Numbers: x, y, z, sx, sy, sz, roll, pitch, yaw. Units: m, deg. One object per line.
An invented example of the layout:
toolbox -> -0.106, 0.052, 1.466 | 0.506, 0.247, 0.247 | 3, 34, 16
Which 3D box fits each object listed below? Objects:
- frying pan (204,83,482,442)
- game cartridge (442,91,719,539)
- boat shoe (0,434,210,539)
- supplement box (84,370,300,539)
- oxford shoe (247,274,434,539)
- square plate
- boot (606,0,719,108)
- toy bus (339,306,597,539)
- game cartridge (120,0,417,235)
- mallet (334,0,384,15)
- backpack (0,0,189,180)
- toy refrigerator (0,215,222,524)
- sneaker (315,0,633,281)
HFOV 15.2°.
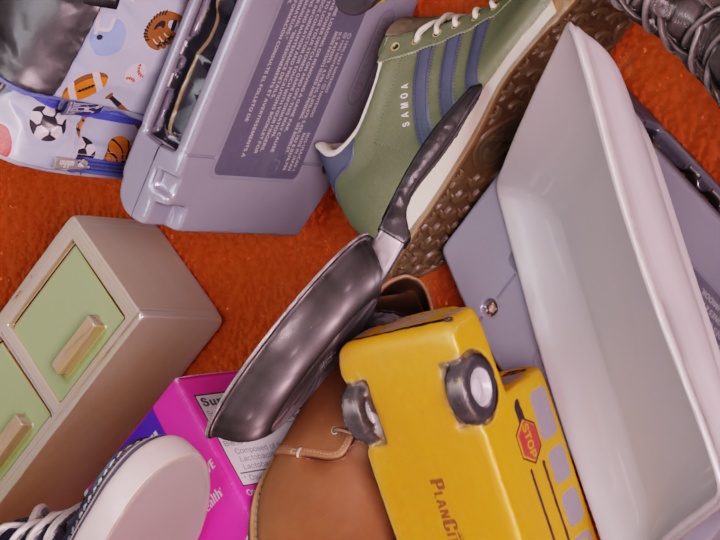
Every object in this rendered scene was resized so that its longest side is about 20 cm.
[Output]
frying pan -> -0.005, 0.009, 1.207 | 0.031, 0.190, 0.115 | 39, 150, 7
game cartridge -> 0.127, 0.023, 1.211 | 0.133, 0.040, 0.200 | -51, 59, 21
boat shoe -> -0.141, 0.135, 1.266 | 0.093, 0.075, 0.200 | 43, 126, 27
supplement box -> -0.031, 0.153, 1.280 | 0.101, 0.103, 0.200 | -51, 57, 37
oxford shoe -> -0.005, 0.081, 1.223 | 0.071, 0.071, 0.200 | 112, 173, -47
square plate -> 0.108, 0.020, 1.123 | 0.198, 0.028, 0.200 | 108, 148, -72
boot -> 0.125, -0.106, 1.102 | 0.174, 0.200, 0.069 | 36, 108, 8
toy bus -> 0.059, 0.112, 1.191 | 0.065, 0.078, 0.200 | -13, 100, 33
game cartridge -> -0.031, -0.112, 1.281 | 0.041, 0.133, 0.200 | 34, 108, 35
mallet -> 0.052, -0.147, 1.186 | 0.066, 0.200, 0.041 | -22, 97, 26
backpack -> -0.131, -0.130, 1.329 | 0.200, 0.190, 0.154 | 45, 120, 37
toy refrigerator -> -0.167, 0.068, 1.421 | 0.200, 0.070, 0.076 | -50, 59, 24
sneaker -> 0.047, -0.096, 1.259 | 0.090, 0.067, 0.200 | 49, 118, 27
